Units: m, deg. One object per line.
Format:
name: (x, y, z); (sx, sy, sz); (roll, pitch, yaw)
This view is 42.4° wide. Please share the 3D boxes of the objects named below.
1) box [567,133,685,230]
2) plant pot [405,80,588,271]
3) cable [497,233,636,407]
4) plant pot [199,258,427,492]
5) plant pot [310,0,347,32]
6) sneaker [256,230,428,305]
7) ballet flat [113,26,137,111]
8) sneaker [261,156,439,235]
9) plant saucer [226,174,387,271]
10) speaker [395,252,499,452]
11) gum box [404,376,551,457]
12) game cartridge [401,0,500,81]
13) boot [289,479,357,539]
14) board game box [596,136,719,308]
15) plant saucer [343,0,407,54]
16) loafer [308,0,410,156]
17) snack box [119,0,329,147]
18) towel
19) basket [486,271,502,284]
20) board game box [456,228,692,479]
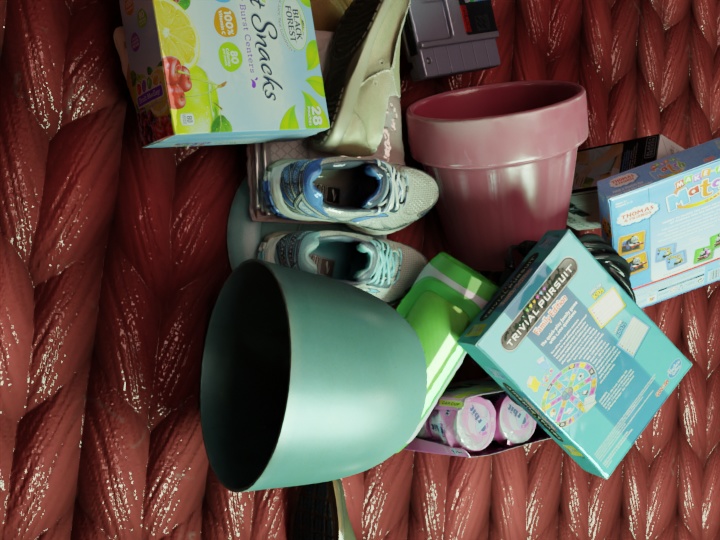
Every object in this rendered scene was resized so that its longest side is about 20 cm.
box: (0.310, -0.102, 1.131); (0.116, 0.199, 0.061); (21, 75, -35)
plant pot: (0.157, -0.105, 1.038); (0.199, 0.199, 0.180); (-23, 115, -35)
cable: (0.220, 0.064, 0.982); (0.162, 0.051, 0.202); (-4, 90, -20)
plant pot: (-0.037, 0.100, 0.849); (0.160, 0.200, 0.202); (8, 81, -30)
plant pot: (-0.071, -0.232, 0.969); (0.199, 0.027, 0.202); (4, 83, -36)
sneaker: (0.000, 0.000, 0.931); (0.199, 0.086, 0.078); (3, 84, -36)
ballet flat: (-0.198, -0.230, 0.866); (0.063, 0.069, 0.201); (11, 76, -7)
sneaker: (0.008, -0.074, 0.909); (0.199, 0.085, 0.078); (-4, 90, -36)
plant saucer: (-0.045, -0.031, 0.971); (0.199, 0.027, 0.202); (3, 85, -36)
speaker: (0.061, 0.084, 0.959); (0.088, 0.088, 0.201); (27, 98, -31)
gum box: (0.145, 0.159, 1.040); (0.199, 0.113, 0.067); (-4, 88, -36)
game cartridge: (0.091, -0.322, 1.050); (0.129, 0.038, 0.201); (-17, 97, -32)
boot: (-0.014, 0.286, 0.948); (0.097, 0.074, 0.202); (-7, 98, -48)
board game box: (0.349, -0.045, 1.048); (0.150, 0.037, 0.201); (-20, 137, 1)
plant saucer: (0.056, -0.351, 1.067); (0.199, 0.035, 0.202); (3, 84, -36)
loafer: (0.008, -0.200, 0.929); (0.068, 0.075, 0.201); (27, 77, -32)
snack box: (-0.124, -0.216, 0.831); (0.168, 0.067, 0.202); (-8, 91, -40)
towel: (-0.032, -0.148, 0.956); (0.190, 0.032, 0.202); (-3, 88, -37)
basket: (0.266, 0.056, 1.116); (0.143, 0.149, 0.201); (-41, 108, -31)
board game box: (0.216, 0.083, 0.928); (0.200, 0.047, 0.151); (45, 77, -13)
